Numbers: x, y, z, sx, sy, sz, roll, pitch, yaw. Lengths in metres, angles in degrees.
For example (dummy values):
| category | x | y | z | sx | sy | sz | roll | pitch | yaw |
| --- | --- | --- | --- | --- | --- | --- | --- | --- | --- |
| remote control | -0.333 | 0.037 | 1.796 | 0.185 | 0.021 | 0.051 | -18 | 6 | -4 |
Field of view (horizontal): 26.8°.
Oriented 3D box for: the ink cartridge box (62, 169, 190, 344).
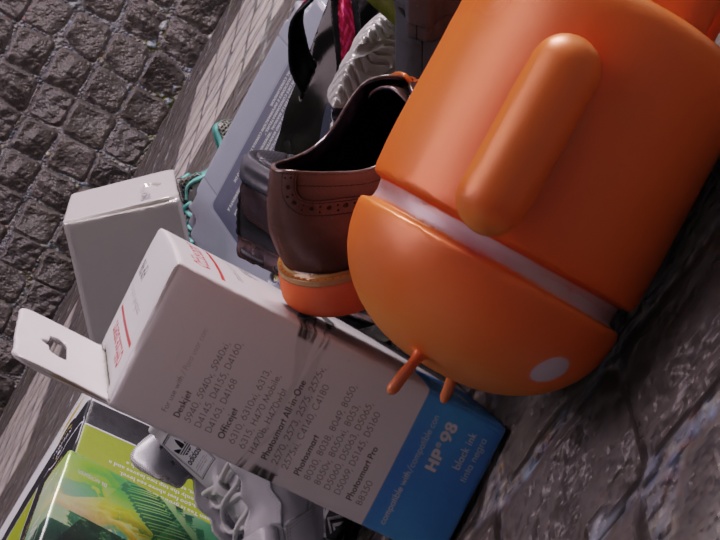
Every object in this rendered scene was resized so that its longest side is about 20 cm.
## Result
| category | x | y | z | sx | sy | sz | roll | pitch | yaw |
| --- | --- | --- | --- | --- | --- | --- | --- | --- | --- |
| ink cartridge box | -0.152 | 0.040 | 1.087 | 0.146 | 0.084 | 0.202 | -131 | 29 | -77 |

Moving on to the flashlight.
| category | x | y | z | sx | sy | sz | roll | pitch | yaw |
| --- | --- | --- | --- | --- | --- | --- | --- | --- | --- |
| flashlight | 0.040 | -0.105 | 0.732 | 0.068 | 0.068 | 0.201 | 57 | 163 | 30 |

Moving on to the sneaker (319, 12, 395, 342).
| category | x | y | z | sx | sy | sz | roll | pitch | yaw |
| --- | --- | --- | --- | --- | --- | --- | --- | --- | --- |
| sneaker | -0.005 | -0.048 | 0.898 | 0.129 | 0.079 | 0.201 | 159 | 116 | -66 |

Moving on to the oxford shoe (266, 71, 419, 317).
| category | x | y | z | sx | sy | sz | roll | pitch | yaw |
| --- | --- | --- | --- | --- | --- | --- | --- | --- | --- |
| oxford shoe | 0.040 | -0.058 | 0.660 | 0.071 | 0.073 | 0.200 | 15 | 41 | 42 |

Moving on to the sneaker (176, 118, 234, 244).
| category | x | y | z | sx | sy | sz | roll | pitch | yaw |
| --- | --- | --- | --- | --- | --- | --- | --- | --- | --- |
| sneaker | -0.138 | -0.052 | 1.404 | 0.201 | 0.091 | 0.078 | -64 | 13 | -6 |

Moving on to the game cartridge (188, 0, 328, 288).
| category | x | y | z | sx | sy | sz | roll | pitch | yaw |
| --- | --- | --- | --- | --- | --- | --- | --- | --- | --- |
| game cartridge | -0.040 | -0.069 | 0.996 | 0.133 | 0.041 | 0.201 | 50 | 121 | 34 |

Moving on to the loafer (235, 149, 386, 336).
| category | x | y | z | sx | sy | sz | roll | pitch | yaw |
| --- | --- | --- | --- | --- | --- | --- | --- | --- | --- |
| loafer | 0.000 | 0.000 | 0.762 | 0.200 | 0.072 | 0.063 | 36 | 115 | 46 |

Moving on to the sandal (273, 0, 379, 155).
| category | x | y | z | sx | sy | sz | roll | pitch | yaw |
| --- | --- | --- | --- | --- | --- | --- | --- | --- | --- |
| sandal | -0.018 | -0.132 | 0.920 | 0.075 | 0.045 | 0.201 | 36 | 111 | 46 |

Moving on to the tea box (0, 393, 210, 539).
| category | x | y | z | sx | sy | sz | roll | pitch | yaw |
| --- | --- | --- | --- | --- | --- | --- | --- | --- | --- |
| tea box | -0.155 | 0.201 | 0.908 | 0.200 | 0.133 | 0.197 | -55 | 15 | 30 |

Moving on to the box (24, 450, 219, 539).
| category | x | y | z | sx | sy | sz | roll | pitch | yaw |
| --- | --- | --- | --- | --- | --- | --- | --- | --- | --- |
| box | -0.107 | 0.193 | 0.722 | 0.036 | 0.144 | 0.201 | -49 | 19 | 29 |

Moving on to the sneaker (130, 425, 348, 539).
| category | x | y | z | sx | sy | sz | roll | pitch | yaw |
| --- | --- | --- | --- | --- | --- | --- | --- | --- | --- |
| sneaker | -0.059 | 0.122 | 0.737 | 0.075 | 0.114 | 0.201 | -51 | 18 | 41 |

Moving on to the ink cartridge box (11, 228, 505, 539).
| category | x | y | z | sx | sy | sz | roll | pitch | yaw |
| --- | --- | --- | --- | --- | --- | --- | --- | --- | --- |
| ink cartridge box | -0.048 | 0.042 | 0.665 | 0.067 | 0.199 | 0.116 | -62 | 14 | 2 |

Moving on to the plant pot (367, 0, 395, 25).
| category | x | y | z | sx | sy | sz | roll | pitch | yaw |
| --- | --- | --- | --- | --- | --- | --- | --- | --- | --- |
| plant pot | 0.050 | -0.211 | 0.794 | 0.201 | 0.192 | 0.201 | -56 | 16 | 25 |

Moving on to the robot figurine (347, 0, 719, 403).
| category | x | y | z | sx | sy | sz | roll | pitch | yaw |
| --- | --- | --- | --- | --- | --- | --- | --- | --- | --- |
| robot figurine | 0.069 | -0.039 | 0.572 | 0.201 | 0.116 | 0.144 | -62 | 25 | 2 |
